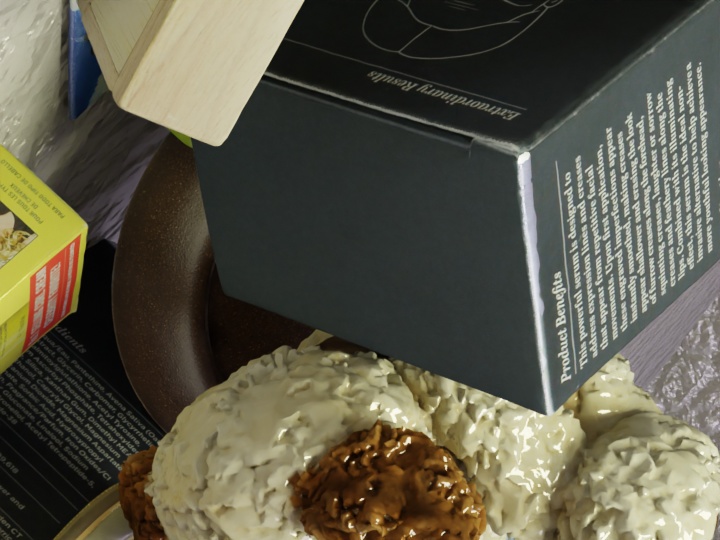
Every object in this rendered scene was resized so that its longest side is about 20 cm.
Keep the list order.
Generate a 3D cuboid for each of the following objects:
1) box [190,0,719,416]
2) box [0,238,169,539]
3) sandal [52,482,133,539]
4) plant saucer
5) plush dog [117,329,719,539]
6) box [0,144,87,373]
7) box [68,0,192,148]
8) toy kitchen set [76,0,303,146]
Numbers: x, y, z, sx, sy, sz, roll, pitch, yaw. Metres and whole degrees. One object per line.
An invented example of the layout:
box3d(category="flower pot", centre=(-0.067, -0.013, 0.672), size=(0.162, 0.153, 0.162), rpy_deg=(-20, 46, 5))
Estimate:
box3d(category="box", centre=(0.060, -0.063, 0.974), size=(0.200, 0.148, 0.108), rpy_deg=(-38, 134, -36))
box3d(category="box", centre=(-0.151, 0.100, 1.148), size=(0.200, 0.104, 0.148), rpy_deg=(-35, 162, -49))
box3d(category="sandal", centre=(-0.128, 0.164, 1.039), size=(0.200, 0.054, 0.080), rpy_deg=(-48, 168, -6))
box3d(category="plant saucer", centre=(0.000, 0.000, 1.102), size=(0.199, 0.032, 0.201), rpy_deg=(-11, 117, -23))
box3d(category="plush dog", centre=(0.006, 0.061, 0.992), size=(0.171, 0.161, 0.199), rpy_deg=(-19, -177, -43))
box3d(category="box", centre=(-0.183, 0.045, 0.977), size=(0.200, 0.050, 0.075), rpy_deg=(-44, 167, -27))
box3d(category="box", centre=(-0.021, -0.131, 1.013), size=(0.200, 0.048, 0.122), rpy_deg=(-45, 166, -22))
box3d(category="toy kitchen set", centre=(0.031, -0.130, 0.921), size=(0.181, 0.199, 0.163), rpy_deg=(-59, -153, 19))
